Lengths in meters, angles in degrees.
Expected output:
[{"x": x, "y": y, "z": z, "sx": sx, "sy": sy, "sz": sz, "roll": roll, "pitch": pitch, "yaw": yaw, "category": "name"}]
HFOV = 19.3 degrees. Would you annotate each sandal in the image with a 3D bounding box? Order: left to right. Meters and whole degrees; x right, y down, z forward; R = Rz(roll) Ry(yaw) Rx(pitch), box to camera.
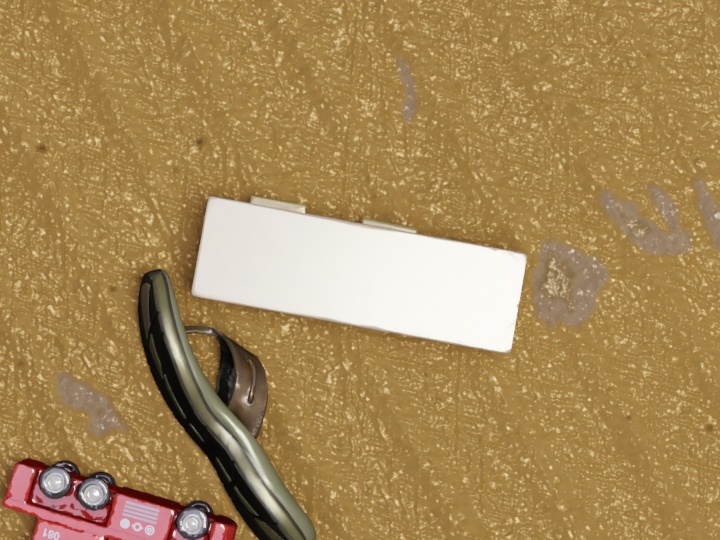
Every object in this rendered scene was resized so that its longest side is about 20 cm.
[{"x": -0.080, "y": 0.086, "z": 1.333, "sx": 0.057, "sy": 0.080, "sz": 0.202, "roll": -33, "pitch": 96, "yaw": -17, "category": "sandal"}]

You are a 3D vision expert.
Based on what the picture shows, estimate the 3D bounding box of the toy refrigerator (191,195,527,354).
[{"x": 0.000, "y": 0.000, "z": 1.326, "sx": 0.199, "sy": 0.076, "sz": 0.070, "roll": 10, "pitch": 90, "yaw": 1, "category": "toy refrigerator"}]

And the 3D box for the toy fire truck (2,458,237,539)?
[{"x": -0.189, "y": 0.195, "z": 1.338, "sx": 0.199, "sy": 0.049, "sz": 0.142, "roll": 17, "pitch": 90, "yaw": 0, "category": "toy fire truck"}]
